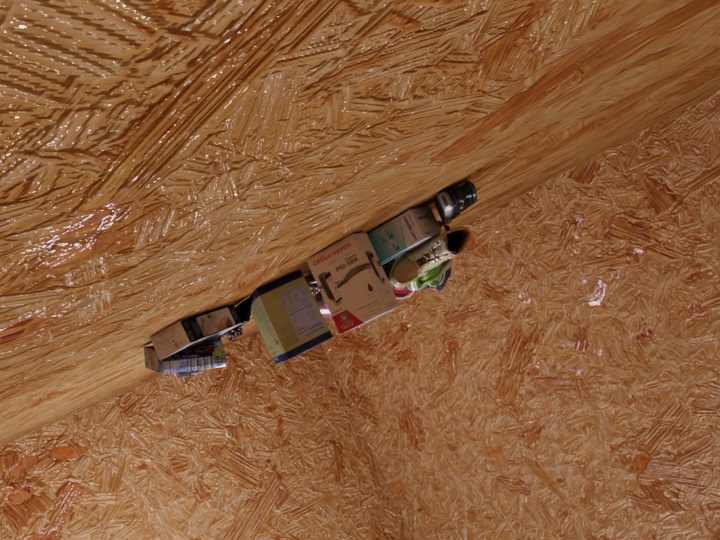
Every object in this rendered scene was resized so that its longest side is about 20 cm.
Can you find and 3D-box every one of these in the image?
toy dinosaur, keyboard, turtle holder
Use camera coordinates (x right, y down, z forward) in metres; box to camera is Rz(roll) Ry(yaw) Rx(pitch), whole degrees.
[{"bbox_3d":[-0.101,0.046,1.599,0.199,0.102,0.136,17,168,0],"label":"toy dinosaur"},{"bbox_3d":[-0.342,0.149,1.500,0.040,0.104,0.200,22,150,-27],"label":"keyboard"},{"bbox_3d":[0.151,-0.022,1.521,0.141,0.132,0.185,16,-139,40],"label":"turtle holder"}]

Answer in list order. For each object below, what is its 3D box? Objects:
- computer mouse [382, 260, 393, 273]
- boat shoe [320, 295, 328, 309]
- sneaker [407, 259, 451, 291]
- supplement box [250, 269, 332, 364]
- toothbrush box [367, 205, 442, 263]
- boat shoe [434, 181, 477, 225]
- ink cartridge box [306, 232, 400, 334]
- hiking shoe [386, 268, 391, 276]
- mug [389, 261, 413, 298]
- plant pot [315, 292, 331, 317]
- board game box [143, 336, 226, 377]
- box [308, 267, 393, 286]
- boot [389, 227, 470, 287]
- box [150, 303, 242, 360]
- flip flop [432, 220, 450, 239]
[{"bbox_3d":[0.000,0.000,1.556,0.199,0.046,0.140,-6,-159,19],"label":"computer mouse"},{"bbox_3d":[-0.054,0.117,1.593,0.200,0.075,0.093,5,124,-47],"label":"boat shoe"},{"bbox_3d":[0.214,0.035,1.625,0.075,0.085,0.200,17,-146,40],"label":"sneaker"},{"bbox_3d":[-0.199,0.133,1.473,0.134,0.200,0.200,-25,176,-22],"label":"supplement box"},{"bbox_3d":[0.092,-0.083,1.393,0.200,0.085,0.146,-30,176,27],"label":"toothbrush box"},{"bbox_3d":[0.241,-0.166,1.348,0.091,0.071,0.200,-22,175,3],"label":"boat shoe"},{"bbox_3d":[-0.019,0.029,1.282,0.147,0.200,0.083,-28,173,25],"label":"ink cartridge box"},{"bbox_3d":[0.056,0.057,1.578,0.199,0.101,0.076,-17,130,-24],"label":"hiking shoe"},{"bbox_3d":[0.110,-0.003,1.748,0.177,0.134,0.200,-12,-149,13],"label":"mug"},{"bbox_3d":[-0.080,0.074,1.760,0.178,0.201,0.200,-10,175,-4],"label":"plant pot"},{"bbox_3d":[-0.456,0.228,1.392,0.199,0.062,0.200,-5,-171,-18],"label":"board game box"},{"bbox_3d":[-0.022,0.016,1.393,0.199,0.035,0.110,17,-169,16],"label":"box"},{"bbox_3d":[0.173,-0.034,1.348,0.200,0.073,0.155,-33,-177,-21],"label":"boot"},{"bbox_3d":[-0.406,0.150,1.347,0.116,0.060,0.200,-28,176,26],"label":"box"},{"bbox_3d":[0.232,-0.105,1.537,0.057,0.081,0.200,-34,-152,13],"label":"flip flop"}]
